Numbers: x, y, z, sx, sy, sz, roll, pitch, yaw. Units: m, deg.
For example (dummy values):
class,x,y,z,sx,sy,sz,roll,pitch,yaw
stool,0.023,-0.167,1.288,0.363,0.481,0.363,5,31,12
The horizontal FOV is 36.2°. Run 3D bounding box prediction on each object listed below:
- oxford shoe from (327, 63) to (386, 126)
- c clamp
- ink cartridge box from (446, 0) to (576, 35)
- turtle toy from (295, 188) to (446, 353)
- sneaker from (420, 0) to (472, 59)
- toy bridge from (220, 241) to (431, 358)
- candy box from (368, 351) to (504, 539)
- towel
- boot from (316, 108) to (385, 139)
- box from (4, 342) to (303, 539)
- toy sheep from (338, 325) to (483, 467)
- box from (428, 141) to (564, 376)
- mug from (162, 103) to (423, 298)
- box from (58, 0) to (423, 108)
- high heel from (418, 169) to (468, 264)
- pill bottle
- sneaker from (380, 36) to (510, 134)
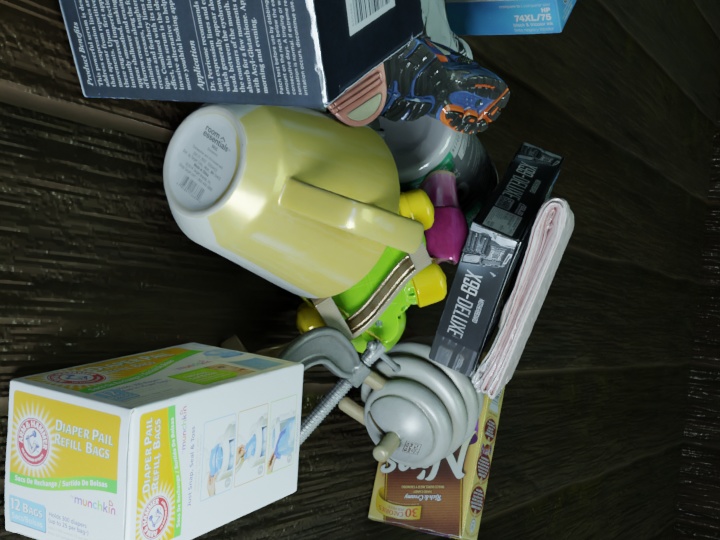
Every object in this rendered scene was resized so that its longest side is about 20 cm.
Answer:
class,x,y,z,sx,sy,sz,roll,pitch,yaw
oxford shoe,-0.044,-0.204,0.864,0.070,0.074,0.202,-30,98,-11
c clamp,-0.051,0.126,0.952,0.200,0.027,0.171,-45,148,-8
ink cartridge box,0.158,-0.386,1.212,0.148,0.144,0.202,-60,144,-38
turtle toy,0.000,0.000,1.014,0.101,0.144,0.202,-115,-170,-57
sneaker,0.056,-0.236,1.127,0.115,0.074,0.203,-42,126,-51
toy bridge,-0.026,0.038,0.943,0.198,0.027,0.068,-33,139,-3
candy box,0.087,0.187,1.218,0.056,0.115,0.203,32,67,-60
towel,0.163,0.024,1.083,0.200,0.032,0.194,-1,113,-78
boot,-0.024,-0.214,0.980,0.199,0.068,0.177,18,78,-62
box,-0.139,0.120,0.774,0.199,0.111,0.103,-8,104,-61
toy sheep,0.058,0.131,1.122,0.200,0.136,0.140,-46,134,-47
box,0.136,-0.015,1.089,0.200,0.049,0.160,-52,161,-55
mug,-0.056,-0.070,0.842,0.152,0.185,0.152,17,61,-53
box,-0.079,-0.187,0.735,0.148,0.197,0.109,-45,135,-49
high heel,0.059,-0.005,1.092,0.201,0.066,0.097,124,-29,-53
pill bottle,0.079,-0.103,1.150,0.200,0.112,0.115,42,58,-56
sneaker,0.046,-0.177,0.991,0.198,0.079,0.076,14,116,-46
